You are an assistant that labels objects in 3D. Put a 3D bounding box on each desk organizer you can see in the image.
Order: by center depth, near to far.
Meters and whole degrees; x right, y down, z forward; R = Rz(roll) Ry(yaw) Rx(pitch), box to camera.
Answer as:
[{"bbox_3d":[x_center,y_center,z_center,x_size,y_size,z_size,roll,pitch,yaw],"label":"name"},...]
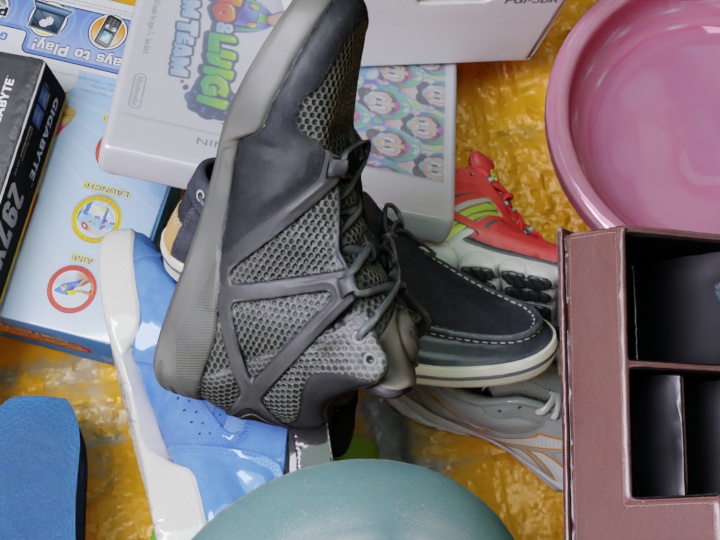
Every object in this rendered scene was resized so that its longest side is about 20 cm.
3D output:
[{"bbox_3d":[0.144,0.078,0.689,0.077,0.072,0.200,-10,73,37],"label":"desk organizer"}]

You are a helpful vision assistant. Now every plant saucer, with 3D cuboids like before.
[{"bbox_3d":[-0.004,0.185,0.669,0.200,0.036,0.200,-5,105,-20],"label":"plant saucer"},{"bbox_3d":[0.202,-0.077,0.826,0.200,0.051,0.201,0,70,0],"label":"plant saucer"}]

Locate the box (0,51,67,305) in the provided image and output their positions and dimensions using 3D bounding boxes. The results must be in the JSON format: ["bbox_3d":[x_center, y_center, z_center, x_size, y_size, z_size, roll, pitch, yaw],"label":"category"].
[{"bbox_3d":[-0.261,-0.029,0.781,0.160,0.049,0.200,11,73,9],"label":"box"}]

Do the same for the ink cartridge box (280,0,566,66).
[{"bbox_3d":[0.017,-0.215,0.830,0.147,0.083,0.200,-5,60,-22],"label":"ink cartridge box"}]

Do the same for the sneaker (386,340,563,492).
[{"bbox_3d":[0.099,0.069,0.765,0.200,0.092,0.076,18,73,8],"label":"sneaker"}]

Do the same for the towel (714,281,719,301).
[{"bbox_3d":[0.270,0.028,0.688,0.147,0.200,0.022,-32,42,19],"label":"towel"}]

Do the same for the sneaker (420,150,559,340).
[{"bbox_3d":[0.068,-0.023,0.809,0.200,0.077,0.085,18,65,6],"label":"sneaker"}]

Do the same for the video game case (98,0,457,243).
[{"bbox_3d":[-0.036,-0.111,0.808,0.182,0.024,0.200,12,48,-9],"label":"video game case"}]

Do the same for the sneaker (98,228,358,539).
[{"bbox_3d":[-0.061,0.056,0.726,0.111,0.077,0.200,-13,54,-11],"label":"sneaker"}]

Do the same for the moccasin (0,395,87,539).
[{"bbox_3d":[-0.165,0.159,0.739,0.080,0.068,0.200,9,51,-1],"label":"moccasin"}]

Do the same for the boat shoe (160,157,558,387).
[{"bbox_3d":[0.000,0.000,0.705,0.200,0.062,0.075,21,31,10],"label":"boat shoe"}]

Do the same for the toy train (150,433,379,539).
[{"bbox_3d":[-0.009,0.136,0.763,0.200,0.085,0.116,8,56,2],"label":"toy train"}]

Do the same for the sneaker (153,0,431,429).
[{"bbox_3d":[-0.010,-0.018,0.630,0.114,0.076,0.199,22,108,13],"label":"sneaker"}]

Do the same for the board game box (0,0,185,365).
[{"bbox_3d":[-0.195,-0.064,0.844,0.200,0.056,0.196,14,73,8],"label":"board game box"}]
